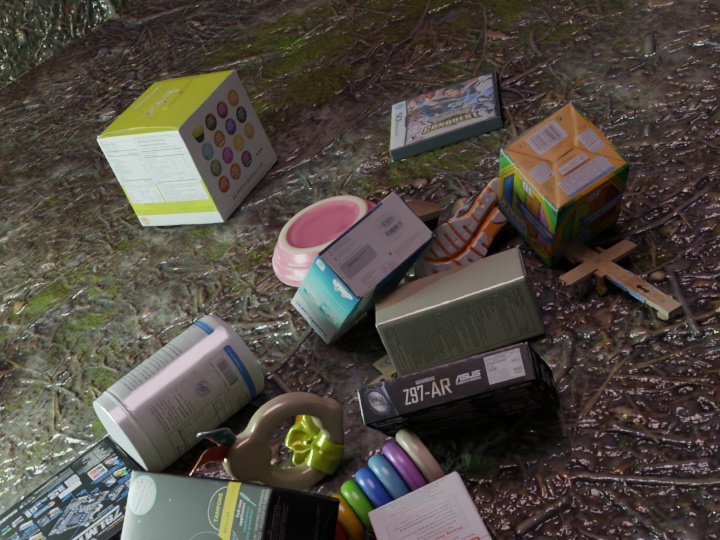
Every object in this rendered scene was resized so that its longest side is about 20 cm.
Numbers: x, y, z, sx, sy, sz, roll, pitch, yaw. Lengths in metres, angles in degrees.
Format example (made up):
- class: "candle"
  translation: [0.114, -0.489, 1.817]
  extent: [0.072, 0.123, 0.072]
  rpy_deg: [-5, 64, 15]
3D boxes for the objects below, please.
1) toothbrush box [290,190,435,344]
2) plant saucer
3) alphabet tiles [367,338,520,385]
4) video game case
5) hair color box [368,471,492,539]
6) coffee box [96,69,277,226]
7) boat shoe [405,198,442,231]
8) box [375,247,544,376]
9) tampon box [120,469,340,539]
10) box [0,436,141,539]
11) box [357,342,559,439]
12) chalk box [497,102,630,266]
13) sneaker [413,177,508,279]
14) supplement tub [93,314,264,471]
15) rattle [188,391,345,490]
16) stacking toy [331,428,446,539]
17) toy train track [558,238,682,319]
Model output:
- class: "toothbrush box"
  translation: [0.000, 0.000, 1.659]
  extent: [0.146, 0.085, 0.200]
  rpy_deg: [-40, -8, -22]
- class: "plant saucer"
  translation: [-0.050, -0.054, 1.913]
  extent: [0.199, 0.051, 0.201]
  rpy_deg: [-18, 31, 11]
- class: "alphabet tiles"
  translation: [0.106, 0.119, 1.578]
  extent: [0.199, 0.006, 0.166]
  rpy_deg: [-33, 31, -12]
- class: "video game case"
  translation: [0.147, -0.270, 2.123]
  extent: [0.198, 0.026, 0.181]
  rpy_deg: [-17, 31, 14]
- class: "hair color box"
  translation: [0.088, 0.306, 1.250]
  extent: [0.110, 0.064, 0.200]
  rpy_deg: [-24, 29, -1]
- class: "coffee box"
  translation: [-0.309, -0.219, 2.203]
  extent: [0.199, 0.199, 0.200]
  rpy_deg: [-1, 38, 34]
- class: "boat shoe"
  translation: [0.080, -0.065, 1.758]
  extent: [0.071, 0.065, 0.200]
  rpy_deg: [8, 8, 7]
- class: "box"
  translation: [0.125, 0.054, 1.566]
  extent: [0.198, 0.095, 0.078]
  rpy_deg: [-17, 30, 10]
- class: "tampon box"
  translation: [-0.145, 0.301, 1.307]
  extent: [0.199, 0.126, 0.151]
  rpy_deg: [-1, 75, 34]
- class: "box"
  translation: [-0.357, 0.320, 1.562]
  extent: [0.199, 0.050, 0.198]
  rpy_deg: [-37, 33, -20]
- class: "box"
  translation: [0.115, 0.143, 1.394]
  extent: [0.198, 0.160, 0.044]
  rpy_deg: [-17, 70, 15]
- class: "chalk box"
  translation: [0.268, -0.101, 1.650]
  extent: [0.124, 0.200, 0.124]
  rpy_deg: [-34, 64, -11]
- class: "sneaker"
  translation: [0.152, -0.052, 1.754]
  extent: [0.200, 0.078, 0.077]
  rpy_deg: [-41, 5, -15]
- class: "supplement tub"
  translation: [-0.239, 0.165, 1.635]
  extent: [0.199, 0.133, 0.132]
  rpy_deg: [-37, 33, -20]
- class: "rattle"
  translation: [-0.127, 0.191, 1.481]
  extent: [0.198, 0.131, 0.143]
  rpy_deg: [-9, 39, -19]
- class: "stacking toy"
  translation: [-0.001, 0.268, 1.368]
  extent: [0.199, 0.086, 0.085]
  rpy_deg: [-37, 32, -7]
- class: "toy train track"
  translation: [0.330, 0.018, 1.553]
  extent: [0.114, 0.033, 0.200]
  rpy_deg: [-28, 36, -19]
